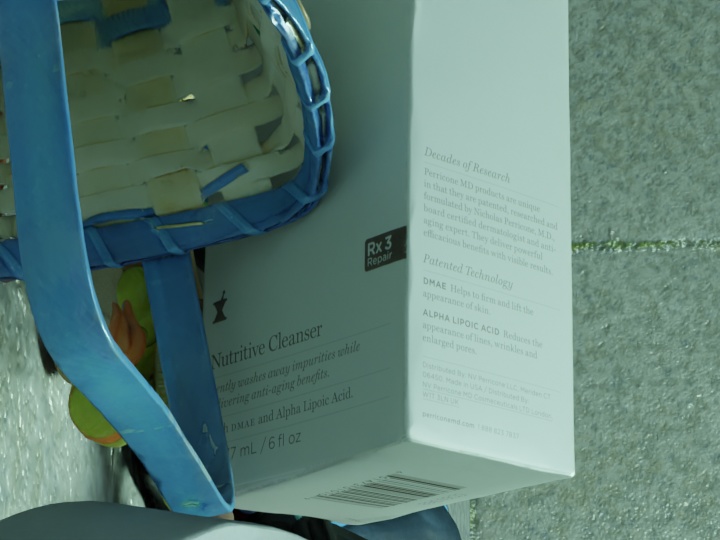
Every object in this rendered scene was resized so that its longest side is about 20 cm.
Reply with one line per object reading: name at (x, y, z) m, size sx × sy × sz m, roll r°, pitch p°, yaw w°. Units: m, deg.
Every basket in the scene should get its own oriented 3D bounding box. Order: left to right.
basket at (-0.078, -0.040, 0.673) m, size 0.176 × 0.139 × 0.201 m, roll 72°, pitch 9°, yaw -66°

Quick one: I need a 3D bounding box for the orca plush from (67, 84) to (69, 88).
orca plush at (-0.070, -0.136, 0.842) m, size 0.200 × 0.071 × 0.105 m, roll -56°, pitch 160°, yaw -7°

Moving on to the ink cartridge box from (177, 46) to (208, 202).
ink cartridge box at (-0.048, -0.130, 1.027) m, size 0.067 × 0.115 × 0.201 m, roll -80°, pitch 166°, yaw -73°

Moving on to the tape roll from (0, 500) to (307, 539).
tape roll at (-0.065, 0.168, 0.641) m, size 0.200 × 0.066 × 0.201 m, roll -4°, pitch 95°, yaw -51°

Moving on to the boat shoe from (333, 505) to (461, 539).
boat shoe at (-0.003, 0.166, 1.179) m, size 0.200 × 0.084 × 0.069 m, roll -14°, pitch 73°, yaw -46°

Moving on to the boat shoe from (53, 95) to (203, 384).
boat shoe at (-0.087, -0.056, 0.888) m, size 0.074 × 0.069 × 0.201 m, roll -35°, pitch 123°, yaw -82°

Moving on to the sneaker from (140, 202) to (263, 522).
sneaker at (-0.064, 0.058, 1.029) m, size 0.084 × 0.077 × 0.200 m, roll -88°, pitch 172°, yaw -59°

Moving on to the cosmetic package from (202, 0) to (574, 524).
cosmetic package at (0.009, -0.022, 0.772) m, size 0.081 × 0.113 × 0.201 m, roll 14°, pitch 66°, yaw -39°

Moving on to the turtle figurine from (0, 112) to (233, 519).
turtle figurine at (-0.058, 0.030, 0.817) m, size 0.161 × 0.064 × 0.201 m, roll -12°, pitch 82°, yaw -56°

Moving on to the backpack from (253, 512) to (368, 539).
backpack at (0.007, 0.221, 0.982) m, size 0.200 × 0.153 × 0.176 m, roll 40°, pitch 2°, yaw -35°

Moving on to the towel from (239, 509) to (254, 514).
towel at (0.000, 0.000, 0.991) m, size 0.200 × 0.024 × 0.147 m, roll -45°, pitch 149°, yaw -41°
